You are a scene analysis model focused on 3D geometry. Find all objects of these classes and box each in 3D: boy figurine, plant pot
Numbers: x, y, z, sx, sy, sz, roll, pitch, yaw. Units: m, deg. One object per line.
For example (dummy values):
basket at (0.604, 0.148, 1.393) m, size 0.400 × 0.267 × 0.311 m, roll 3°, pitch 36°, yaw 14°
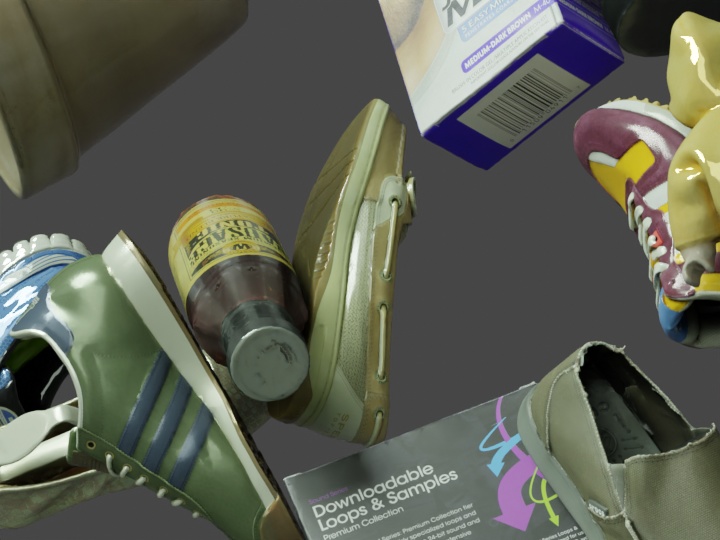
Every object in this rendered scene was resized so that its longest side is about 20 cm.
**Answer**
boy figurine at (0.200, -0.043, 1.069) m, size 0.124 × 0.064 × 0.200 m, roll -39°, pitch 54°, yaw 11°
plant pot at (-0.169, -0.166, 1.331) m, size 0.173 × 0.200 × 0.200 m, roll -25°, pitch 51°, yaw -14°

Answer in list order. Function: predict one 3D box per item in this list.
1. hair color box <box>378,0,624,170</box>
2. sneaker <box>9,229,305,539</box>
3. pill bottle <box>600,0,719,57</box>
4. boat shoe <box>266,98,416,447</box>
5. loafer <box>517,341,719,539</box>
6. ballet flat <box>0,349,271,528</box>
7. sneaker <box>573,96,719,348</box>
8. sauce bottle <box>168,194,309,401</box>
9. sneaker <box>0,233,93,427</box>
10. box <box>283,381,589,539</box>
hair color box at (0.067, -0.171, 1.266) m, size 0.109 × 0.065 × 0.200 m, roll -38°, pitch 47°, yaw 27°
sneaker at (-0.110, 0.086, 1.162) m, size 0.090 × 0.067 × 0.200 m, roll -30°, pitch 87°, yaw -3°
pill bottle at (0.138, -0.219, 1.193) m, size 0.112 × 0.112 × 0.200 m, roll -26°, pitch 63°, yaw 8°
boat shoe at (0.001, 0.000, 1.218) m, size 0.073 × 0.063 × 0.201 m, roll -46°, pitch 27°, yaw 54°
loafer at (0.146, 0.112, 1.050) m, size 0.075 × 0.070 × 0.200 m, roll -21°, pitch 55°, yaw -31°
ballet flat at (-0.135, 0.088, 1.219) m, size 0.200 × 0.062 × 0.068 m, roll -26°, pitch 53°, yaw 7°
sneaker at (0.168, -0.015, 1.137) m, size 0.090 × 0.075 × 0.200 m, roll -44°, pitch 52°, yaw -13°
sauce bottle at (-0.061, 0.014, 1.175) m, size 0.066 × 0.066 × 0.200 m, roll -36°, pitch 22°, yaw 0°
sneaker at (-0.229, 0.063, 1.268) m, size 0.200 × 0.079 × 0.089 m, roll -35°, pitch 50°, yaw 1°
box at (0.061, 0.161, 1.084) m, size 0.143 × 0.036 × 0.200 m, roll -20°, pitch 54°, yaw -6°
